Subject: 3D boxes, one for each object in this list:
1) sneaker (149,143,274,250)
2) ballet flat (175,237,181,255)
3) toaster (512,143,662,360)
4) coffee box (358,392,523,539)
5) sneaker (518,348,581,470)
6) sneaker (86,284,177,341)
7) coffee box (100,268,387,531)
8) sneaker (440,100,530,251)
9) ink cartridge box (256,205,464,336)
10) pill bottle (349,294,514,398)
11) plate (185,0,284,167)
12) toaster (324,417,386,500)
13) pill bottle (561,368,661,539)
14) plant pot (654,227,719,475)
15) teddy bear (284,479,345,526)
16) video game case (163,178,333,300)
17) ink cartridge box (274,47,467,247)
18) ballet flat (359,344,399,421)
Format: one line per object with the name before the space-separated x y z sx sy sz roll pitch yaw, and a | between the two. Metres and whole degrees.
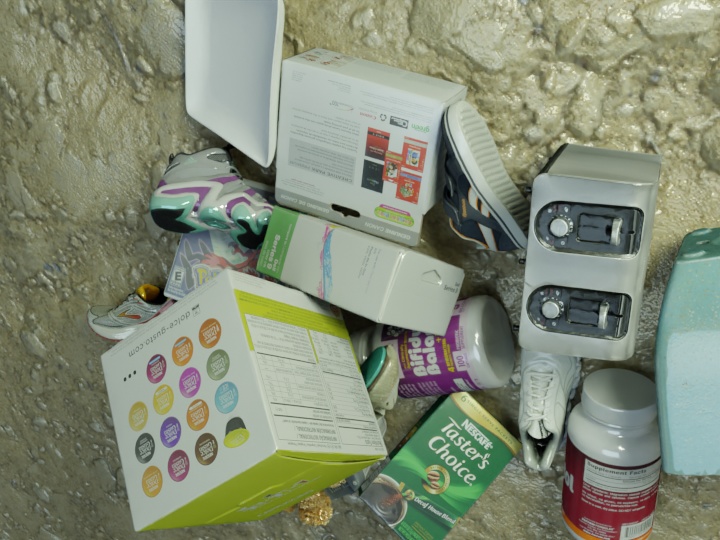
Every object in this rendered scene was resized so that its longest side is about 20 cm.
sneaker | -0.159 -0.109 0.996 0.197 0.142 0.078 13 149 -7
ballet flat | -0.179 -0.019 1.086 0.197 0.069 0.070 4 117 26
toaster | 0.235 -0.025 0.796 0.117 0.200 0.183 9 111 20
coffee box | 0.104 0.260 1.022 0.123 0.044 0.200 44 86 2
sneaker | 0.226 0.154 0.952 0.074 0.081 0.203 5 116 27
sneaker | -0.339 0.058 1.207 0.197 0.078 0.083 -4 110 19
coffee box | -0.125 0.148 0.843 0.199 0.199 0.200 -32 62 23
sneaker | 0.121 -0.090 0.851 0.079 0.079 0.201 -13 131 31
ink cartridge box | 0.000 0.000 0.907 0.198 0.145 0.089 18 92 37
pill bottle | 0.083 0.101 0.978 0.198 0.112 0.113 -13 109 31
plate | -0.149 -0.253 0.928 0.199 0.032 0.202 35 131 38
toaster | -0.052 0.211 1.095 0.113 0.129 0.201 -32 99 35
pill bottle | 0.302 0.224 0.928 0.111 0.113 0.203 9 118 23
plant pot | 0.389 0.060 0.756 0.194 0.196 0.203 -8 103 30
teddy bear | -0.087 0.252 1.003 0.144 0.067 0.202 36 133 22
video game case | -0.151 -0.025 1.031 0.198 0.023 0.185 17 88 19
ink cartridge box | 0.005 -0.145 0.906 0.198 0.084 0.178 20 121 18
ballet flat | 0.012 0.151 0.949 0.062 0.068 0.200 26 143 -11
